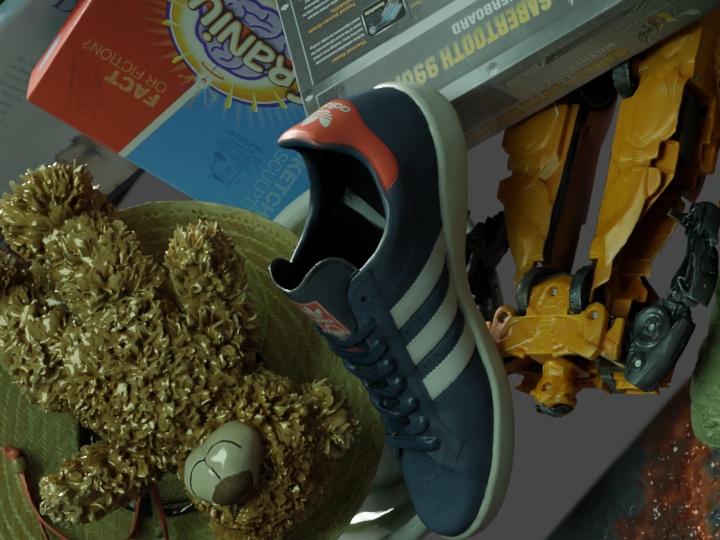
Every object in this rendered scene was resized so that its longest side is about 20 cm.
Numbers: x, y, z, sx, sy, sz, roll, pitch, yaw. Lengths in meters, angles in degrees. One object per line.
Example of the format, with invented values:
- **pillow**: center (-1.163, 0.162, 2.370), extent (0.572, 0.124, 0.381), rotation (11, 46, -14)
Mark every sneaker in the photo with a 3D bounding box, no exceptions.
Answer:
- **sneaker**: center (0.007, 0.023, 1.004), extent (0.075, 0.084, 0.201), rotation (-5, 98, 52)

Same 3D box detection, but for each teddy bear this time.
- **teddy bear**: center (-0.098, 0.043, 1.029), extent (0.145, 0.067, 0.200), rotation (-33, 86, 1)

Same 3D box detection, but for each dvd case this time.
- **dvd case**: center (-0.161, -0.095, 1.295), extent (0.200, 0.142, 0.018), rotation (-38, 45, 32)

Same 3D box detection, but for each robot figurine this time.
- **robot figurine**: center (0.110, -0.028, 1.041), extent (0.145, 0.058, 0.201), rotation (-2, 67, 42)

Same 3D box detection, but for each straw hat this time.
- **straw hat**: center (-0.086, 0.069, 1.104), extent (0.200, 0.085, 0.202), rotation (0, 86, 1)

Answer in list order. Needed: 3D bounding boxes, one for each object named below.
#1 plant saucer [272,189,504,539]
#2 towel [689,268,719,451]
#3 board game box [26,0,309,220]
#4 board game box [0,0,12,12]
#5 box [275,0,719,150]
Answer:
- **plant saucer**: center (0.006, 0.052, 1.152), extent (0.200, 0.050, 0.201), rotation (-15, 67, 41)
- **towel**: center (0.218, -0.008, 0.967), extent (0.148, 0.036, 0.201), rotation (16, 90, 46)
- **board game box**: center (-0.054, -0.133, 1.195), extent (0.200, 0.153, 0.040), rotation (-54, 16, 21)
- **board game box**: center (-0.143, -0.170, 1.270), extent (0.200, 0.135, 0.035), rotation (-44, 62, 43)
- **box**: center (0.053, -0.147, 1.060), extent (0.200, 0.048, 0.159), rotation (-30, 62, 28)
